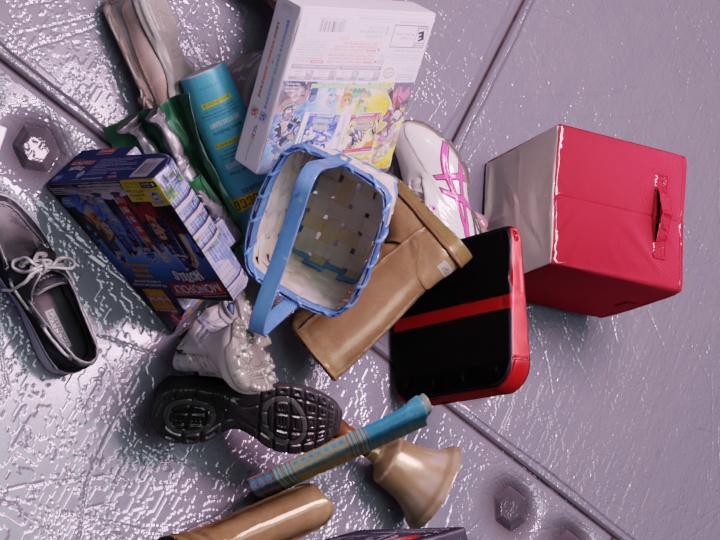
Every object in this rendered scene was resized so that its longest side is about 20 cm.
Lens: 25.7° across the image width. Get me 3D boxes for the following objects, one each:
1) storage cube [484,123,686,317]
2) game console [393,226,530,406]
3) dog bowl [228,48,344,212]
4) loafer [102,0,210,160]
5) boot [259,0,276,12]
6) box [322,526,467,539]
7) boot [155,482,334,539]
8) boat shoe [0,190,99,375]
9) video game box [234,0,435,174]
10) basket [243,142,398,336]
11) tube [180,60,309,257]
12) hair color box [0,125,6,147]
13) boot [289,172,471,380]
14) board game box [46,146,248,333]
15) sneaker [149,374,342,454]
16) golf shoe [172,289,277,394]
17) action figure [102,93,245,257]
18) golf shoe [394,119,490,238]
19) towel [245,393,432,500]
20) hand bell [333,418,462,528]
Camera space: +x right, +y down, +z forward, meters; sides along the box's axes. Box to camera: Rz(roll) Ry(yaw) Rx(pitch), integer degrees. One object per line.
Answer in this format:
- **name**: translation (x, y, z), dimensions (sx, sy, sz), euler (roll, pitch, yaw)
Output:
- **storage cube**: translation (0.259, -0.053, 1.865), dimensions (0.179, 0.200, 0.172), euler (12, 74, -24)
- **game console**: translation (0.108, 0.055, 1.735), dimensions (0.031, 0.199, 0.178), euler (11, 73, -39)
- **dog bowl**: translation (-0.067, -0.159, 1.753), dimensions (0.199, 0.059, 0.201), euler (8, 75, -32)
- **loafer**: translation (-0.214, -0.203, 1.674), dimensions (0.072, 0.063, 0.201), euler (-29, 102, -66)
- **boot**: translation (-0.090, -0.283, 1.704), dimensions (0.186, 0.064, 0.201), euler (1, 47, -35)
- **box**: translation (-0.010, 0.330, 1.599), dimensions (0.181, 0.200, 0.105), euler (-10, 87, -35)
- **boot**: translation (-0.113, 0.262, 1.567), dimensions (0.199, 0.175, 0.067), euler (-18, 91, -31)
- **boat shoe**: translation (-0.317, 0.009, 1.546), dimensions (0.073, 0.068, 0.200), euler (-24, 93, -35)
- **video game box**: translation (-0.025, -0.193, 1.647), dimensions (0.199, 0.047, 0.183), euler (-6, 119, -45)
- **basket**: translation (-0.048, -0.034, 1.575), dimensions (0.138, 0.200, 0.177), euler (24, 107, 7)
- **tube**: translation (-0.128, -0.119, 1.663), dimensions (0.077, 0.050, 0.201), euler (-23, 104, 0)
- **hair color box**: translation (-0.424, -0.063, 1.497), dimensions (0.109, 0.065, 0.201), euler (25, 66, -26)
- **boot**: translation (0.000, 0.000, 1.721), dimensions (0.200, 0.175, 0.066), euler (-40, 133, -3)
- **board game box**: translation (-0.193, -0.028, 1.586), dimensions (0.062, 0.199, 0.200), euler (-48, 120, -29)
- **sneaker**: translation (-0.117, 0.134, 1.615), dimensions (0.199, 0.091, 0.076), euler (9, 108, -13)
- **golf shoe**: translation (-0.140, 0.088, 1.576), dimensions (0.097, 0.200, 0.079), euler (-27, 105, 2)
- **action figure**: translation (-0.179, -0.077, 1.644), dimensions (0.201, 0.118, 0.055), euler (60, 37, -21)
- **golf shoe**: translation (0.088, -0.078, 1.817), dimensions (0.092, 0.072, 0.201), euler (-34, 99, -50)
- **towel**: translation (-0.021, 0.183, 1.616), dimensions (0.199, 0.147, 0.022), euler (-24, 78, -6)
- **hand bell**: translation (0.001, 0.190, 1.720), dimensions (0.199, 0.104, 0.104), euler (32, 64, -11)
